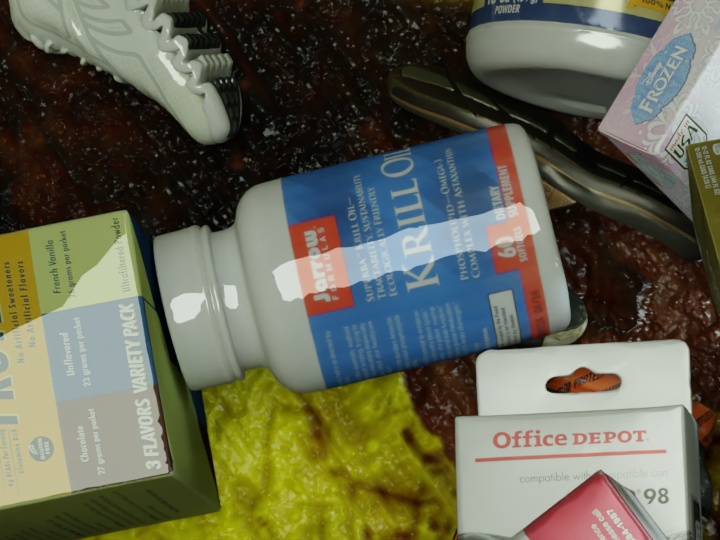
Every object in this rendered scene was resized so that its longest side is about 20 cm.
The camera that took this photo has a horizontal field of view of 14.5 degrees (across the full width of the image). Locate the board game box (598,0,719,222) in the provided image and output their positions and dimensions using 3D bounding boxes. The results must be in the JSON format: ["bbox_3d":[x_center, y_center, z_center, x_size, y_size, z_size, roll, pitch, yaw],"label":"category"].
[{"bbox_3d":[0.230,-0.108,1.457,0.043,0.199,0.201,28,84,40],"label":"board game box"}]

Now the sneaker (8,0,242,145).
[{"bbox_3d":[-0.141,-0.140,1.554,0.081,0.075,0.200,-42,79,11],"label":"sneaker"}]

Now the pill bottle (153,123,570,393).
[{"bbox_3d":[0.000,0.000,1.442,0.199,0.112,0.113,-14,81,1],"label":"pill bottle"}]

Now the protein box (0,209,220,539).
[{"bbox_3d":[-0.191,0.069,1.456,0.199,0.199,0.136,-11,79,2],"label":"protein box"}]

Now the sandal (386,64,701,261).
[{"bbox_3d":[0.098,-0.050,1.526,0.199,0.082,0.055,29,107,0],"label":"sandal"}]

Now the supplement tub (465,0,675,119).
[{"bbox_3d":[0.141,-0.189,1.497,0.144,0.144,0.201,10,83,5],"label":"supplement tub"}]

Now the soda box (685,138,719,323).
[{"bbox_3d":[0.205,0.023,1.321,0.067,0.064,0.201,-11,46,2],"label":"soda box"}]

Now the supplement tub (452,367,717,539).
[{"bbox_3d":[0.107,0.152,1.463,0.122,0.123,0.201,19,83,6],"label":"supplement tub"}]

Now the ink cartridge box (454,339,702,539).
[{"bbox_3d":[0.106,0.130,1.369,0.115,0.067,0.201,-4,79,12],"label":"ink cartridge box"}]

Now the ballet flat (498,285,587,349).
[{"bbox_3d":[0.023,0.023,1.531,0.199,0.057,0.067,3,40,3],"label":"ballet flat"}]

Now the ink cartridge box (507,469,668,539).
[{"bbox_3d":[0.079,0.211,1.281,0.200,0.084,0.145,-38,73,5],"label":"ink cartridge box"}]
